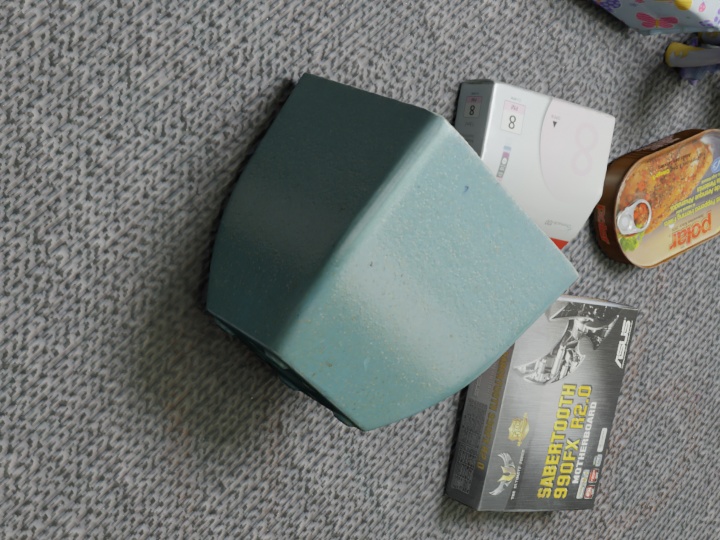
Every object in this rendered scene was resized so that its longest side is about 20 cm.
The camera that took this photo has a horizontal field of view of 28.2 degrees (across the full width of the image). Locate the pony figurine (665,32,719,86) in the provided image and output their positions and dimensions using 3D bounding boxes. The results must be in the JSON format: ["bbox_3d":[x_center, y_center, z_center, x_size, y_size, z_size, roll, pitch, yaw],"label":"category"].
[{"bbox_3d":[0.389,-0.224,1.353,0.166,0.200,0.193,12,90,-41],"label":"pony figurine"}]

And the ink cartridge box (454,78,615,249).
[{"bbox_3d":[0.145,-0.057,1.279,0.162,0.057,0.200,9,87,-40],"label":"ink cartridge box"}]

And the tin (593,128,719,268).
[{"bbox_3d":[0.305,-0.072,1.416,0.200,0.042,0.112,-22,107,-35],"label":"tin"}]

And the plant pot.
[{"bbox_3d":[0.000,0.000,1.085,0.200,0.196,0.196,-51,126,-9],"label":"plant pot"}]

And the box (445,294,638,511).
[{"bbox_3d":[0.169,0.119,1.318,0.158,0.048,0.200,8,96,-41],"label":"box"}]

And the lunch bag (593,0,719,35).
[{"bbox_3d":[0.268,-0.336,1.286,0.169,0.127,0.200,24,75,-42],"label":"lunch bag"}]
